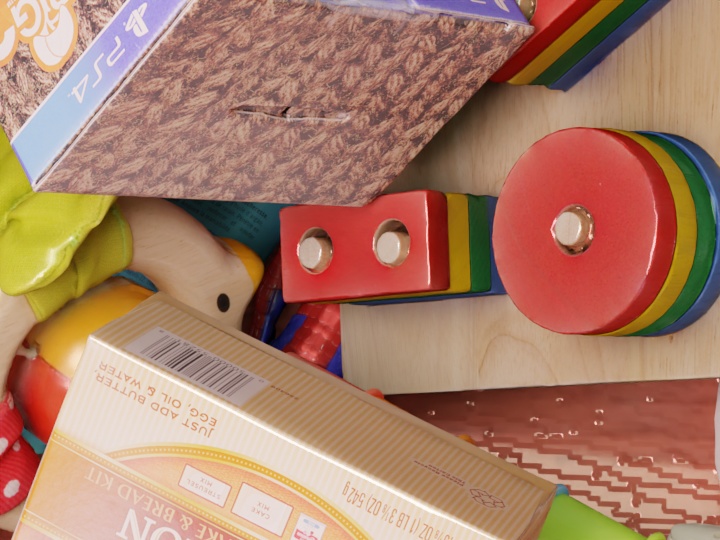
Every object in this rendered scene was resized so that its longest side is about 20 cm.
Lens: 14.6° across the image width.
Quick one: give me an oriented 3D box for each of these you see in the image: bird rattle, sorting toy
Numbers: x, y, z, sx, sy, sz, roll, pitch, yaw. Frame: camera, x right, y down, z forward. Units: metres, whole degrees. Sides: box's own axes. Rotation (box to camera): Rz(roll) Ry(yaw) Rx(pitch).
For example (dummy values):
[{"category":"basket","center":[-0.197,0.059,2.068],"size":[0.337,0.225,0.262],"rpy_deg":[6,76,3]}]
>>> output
[{"category":"bird rattle","center":[-0.109,0.037,0.977],"size":[0.112,0.162,0.201],"rpy_deg":[21,93,46]},{"category":"sorting toy","center":[0.054,-0.061,0.978],"size":[0.198,0.069,0.202],"rpy_deg":[-5,85,41]}]

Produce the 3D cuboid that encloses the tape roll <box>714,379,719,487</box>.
[{"category":"tape roll","center":[0.229,0.056,0.989],"size":[0.201,0.071,0.204],"rpy_deg":[2,75,-5]}]

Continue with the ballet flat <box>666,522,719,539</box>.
[{"category":"ballet flat","center":[0.112,0.140,1.042],"size":[0.199,0.068,0.075],"rpy_deg":[-36,58,1]}]

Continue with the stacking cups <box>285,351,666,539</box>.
[{"category":"stacking cups","center":[0.046,0.087,1.001],"size":[0.199,0.061,0.061],"rpy_deg":[32,85,18]}]

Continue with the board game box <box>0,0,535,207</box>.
[{"category":"board game box","center":[-0.065,-0.130,0.934],"size":[0.097,0.159,0.201],"rpy_deg":[-45,61,31]}]

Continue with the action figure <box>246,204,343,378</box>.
[{"category":"action figure","center":[0.000,0.000,1.089],"size":[0.065,0.052,0.201],"rpy_deg":[29,87,7]}]

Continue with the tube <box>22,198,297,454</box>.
[{"category":"tube","center":[-0.071,-0.006,1.102],"size":[0.077,0.050,0.201],"rpy_deg":[30,79,9]}]

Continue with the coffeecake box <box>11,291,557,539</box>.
[{"category":"coffeecake box","center":[-0.046,0.134,0.932],"size":[0.153,0.073,0.201],"rpy_deg":[25,107,10]}]
